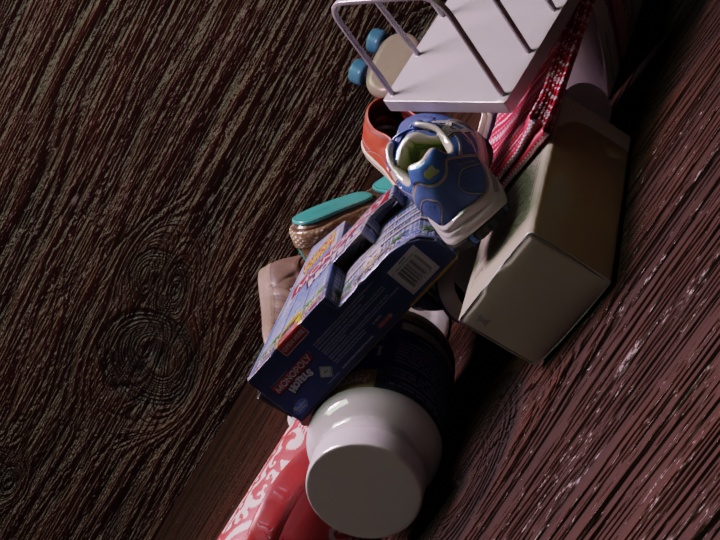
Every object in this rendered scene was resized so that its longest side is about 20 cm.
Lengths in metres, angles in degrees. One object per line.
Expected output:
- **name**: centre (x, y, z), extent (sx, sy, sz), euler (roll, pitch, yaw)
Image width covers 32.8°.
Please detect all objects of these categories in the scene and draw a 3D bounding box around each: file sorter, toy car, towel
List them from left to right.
- **toy car**: centre (0.099, -0.465, 3.001), extent (0.178, 0.184, 0.200), euler (-61, -22, -10)
- **file sorter**: centre (0.089, -0.245, 1.004), extent (0.138, 0.125, 0.201), euler (8, 60, 47)
- **towel**: centre (0.138, -0.138, 1.031), extent (0.145, 0.022, 0.201), euler (-55, 9, 49)

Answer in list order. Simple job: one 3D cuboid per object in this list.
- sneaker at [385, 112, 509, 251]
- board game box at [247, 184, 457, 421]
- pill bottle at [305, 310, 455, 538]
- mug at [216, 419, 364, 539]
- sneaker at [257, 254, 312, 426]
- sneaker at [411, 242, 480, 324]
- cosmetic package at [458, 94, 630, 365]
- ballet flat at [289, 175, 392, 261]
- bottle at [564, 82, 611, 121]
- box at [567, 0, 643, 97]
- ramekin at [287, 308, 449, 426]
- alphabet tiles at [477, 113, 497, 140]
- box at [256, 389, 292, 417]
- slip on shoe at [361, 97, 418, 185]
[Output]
- **sneaker**: centre (0.059, -0.091, 0.954), extent (0.076, 0.077, 0.200), euler (-40, 24, 7)
- **board game box**: centre (0.000, 0.000, 1.052), extent (0.200, 0.062, 0.200), euler (-47, 13, 21)
- **pill bottle**: centre (0.017, 0.127, 1.040), extent (0.116, 0.115, 0.200), euler (-57, 8, 28)
- **mug**: centre (-0.048, 0.233, 1.089), extent (0.177, 0.133, 0.200), euler (-42, 14, 52)
- **sneaker**: centre (-0.049, 0.053, 1.157), extent (0.075, 0.071, 0.201), euler (-23, 45, 7)
- **sneaker**: centre (0.073, 0.015, 1.102), extent (0.146, 0.081, 0.200), euler (-33, 12, 32)
- **cosmetic package**: centre (0.145, -0.035, 0.939), extent (0.105, 0.071, 0.200), euler (-54, 9, 40)
- **ballet flat**: centre (0.023, -0.055, 1.209), extent (0.199, 0.066, 0.070), euler (-24, 23, -18)
- **bottle**: centre (0.171, -0.121, 1.140), extent (0.084, 0.065, 0.200), euler (-61, 6, -14)
- **box**: centre (0.202, -0.277, 1.171), extent (0.201, 0.108, 0.128), euler (-66, -32, -34)
- **ramekin**: centre (0.004, 0.109, 1.306), extent (0.201, 0.097, 0.201), euler (-59, 7, 11)
- **alphabet tiles**: centre (0.114, -0.074, 1.302), extent (0.196, 0.015, 0.201), euler (-26, -49, -79)
- **box**: centre (-0.054, 0.061, 1.333), extent (0.161, 0.044, 0.200), euler (-61, 6, 5)
- **slip on shoe**: centre (0.059, -0.110, 1.163), extent (0.200, 0.074, 0.061), euler (44, 148, 50)
